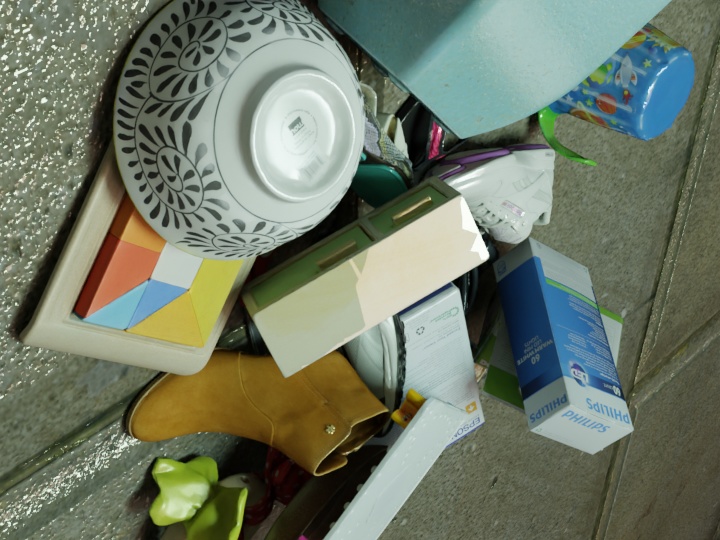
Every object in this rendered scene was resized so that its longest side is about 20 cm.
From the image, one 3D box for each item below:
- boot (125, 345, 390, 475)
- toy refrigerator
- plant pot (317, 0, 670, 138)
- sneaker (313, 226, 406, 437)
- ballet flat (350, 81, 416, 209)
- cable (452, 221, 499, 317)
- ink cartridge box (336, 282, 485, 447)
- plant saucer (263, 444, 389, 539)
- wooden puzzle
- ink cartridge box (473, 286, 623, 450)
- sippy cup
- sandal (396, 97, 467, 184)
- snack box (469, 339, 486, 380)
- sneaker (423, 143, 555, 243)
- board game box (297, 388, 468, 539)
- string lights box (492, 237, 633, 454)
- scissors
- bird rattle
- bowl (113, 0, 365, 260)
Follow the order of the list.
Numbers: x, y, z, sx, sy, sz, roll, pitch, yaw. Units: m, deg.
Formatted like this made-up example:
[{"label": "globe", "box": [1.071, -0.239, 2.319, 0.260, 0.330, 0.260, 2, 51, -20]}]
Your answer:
[{"label": "boot", "box": [-0.084, 0.126, 0.989, 0.199, 0.144, 0.072, -26, 140, -27]}, {"label": "toy refrigerator", "box": [0.000, 0.000, 0.971, 0.198, 0.076, 0.071, -29, 112, -5]}, {"label": "plant pot", "box": [0.084, -0.223, 0.881, 0.201, 0.196, 0.195, -49, 149, 8]}, {"label": "sneaker", "box": [0.002, 0.055, 1.068, 0.074, 0.078, 0.204, -63, 147, -78]}, {"label": "ballet flat", "box": [0.007, -0.112, 0.985, 0.072, 0.072, 0.200, -53, 149, -3]}, {"label": "cable", "box": [0.067, 0.024, 1.196, 0.200, 0.051, 0.164, -47, 147, -13]}, {"label": "ink cartridge box", "box": [0.026, 0.127, 1.178, 0.194, 0.043, 0.202, -29, 133, -15]}, {"label": "plant saucer", "box": [-0.040, 0.239, 1.104, 0.200, 0.036, 0.201, -46, 160, -21]}, {"label": "wooden puzzle", "box": [-0.144, -0.011, 0.886, 0.184, 0.037, 0.202, 19, 103, -53]}, {"label": "ink cartridge box", "box": [0.200, 0.110, 1.277, 0.201, 0.146, 0.076, -67, -177, -45]}, {"label": "sippy cup", "box": [0.263, -0.202, 1.181, 0.139, 0.130, 0.180, -33, 141, -32]}, {"label": "sandal", "box": [0.082, -0.149, 1.066, 0.202, 0.045, 0.075, -57, 148, 2]}, {"label": "snack box", "box": [0.066, 0.160, 1.328, 0.201, 0.037, 0.116, -55, 148, -2]}, {"label": "sneaker", "box": [0.138, -0.073, 1.156, 0.198, 0.074, 0.102, -11, 99, -47]}, {"label": "board game box", "box": [0.018, 0.201, 1.081, 0.201, 0.026, 0.200, -53, 163, 0]}, {"label": "string lights box", "box": [0.206, 0.075, 1.188, 0.102, 0.203, 0.059, 24, 134, -36]}, {"label": "scissors", "box": [-0.101, 0.029, 1.016, 0.073, 0.014, 0.202, -26, 139, -40]}, {"label": "bird rattle", "box": [-0.132, 0.230, 1.109, 0.164, 0.112, 0.199, -55, 163, 20]}, {"label": "bowl", "box": [-0.063, -0.098, 0.808, 0.198, 0.094, 0.205, -10, 107, -34]}]
